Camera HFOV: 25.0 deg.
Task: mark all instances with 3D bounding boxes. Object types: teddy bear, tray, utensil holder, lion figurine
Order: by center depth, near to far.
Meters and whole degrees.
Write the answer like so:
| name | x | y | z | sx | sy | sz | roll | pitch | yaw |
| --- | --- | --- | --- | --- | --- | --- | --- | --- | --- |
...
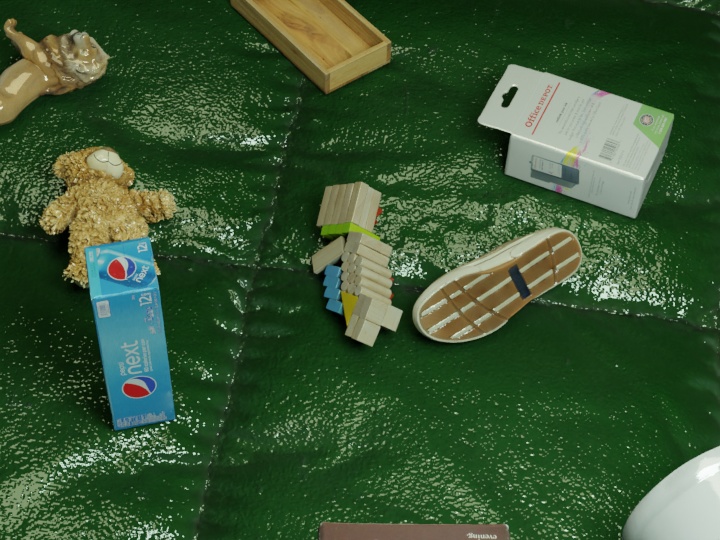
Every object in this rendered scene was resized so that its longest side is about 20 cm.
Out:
| name | x | y | z | sx | sy | sz | roll | pitch | yaw |
| --- | --- | --- | --- | --- | --- | --- | --- | --- | --- |
| utensil holder | 0.346 | 0.275 | 1.406 | 0.169 | 0.171 | 0.201 | -17 | 53 | -16 |
| teddy bear | -0.272 | -0.060 | 1.738 | 0.144 | 0.067 | 0.201 | 7 | 50 | 0 |
| lion figurine | -0.395 | -0.217 | 1.878 | 0.122 | 0.073 | 0.200 | 41 | 73 | 14 |
| tray | -0.062 | -0.300 | 1.975 | 0.098 | 0.037 | 0.200 | -29 | 55 | -24 |

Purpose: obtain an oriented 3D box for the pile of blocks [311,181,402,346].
| name | x | y | z | sx | sy | sz | roll | pitch | yaw |
| --- | --- | --- | --- | --- | --- | --- | --- | --- | --- |
| pile of blocks | 0.000 | 0.000 | 1.713 | 0.062 | 0.082 | 0.201 | 25 | 47 | -39 |

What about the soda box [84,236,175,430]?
| name | x | y | z | sx | sy | sz | roll | pitch | yaw |
| --- | --- | --- | --- | --- | --- | --- | --- | --- | --- |
| soda box | -0.218 | 0.063 | 1.544 | 0.064 | 0.201 | 0.068 | -9 | 49 | -9 |

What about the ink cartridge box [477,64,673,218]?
| name | x | y | z | sx | sy | sz | roll | pitch | yaw |
| --- | --- | --- | --- | --- | --- | --- | --- | --- | --- |
| ink cartridge box | 0.238 | -0.149 | 1.833 | 0.199 | 0.068 | 0.117 | 21 | 52 | 14 |

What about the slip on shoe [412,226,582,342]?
| name | x | y | z | sx | sy | sz | roll | pitch | yaw |
| --- | --- | --- | --- | --- | --- | --- | --- | --- | --- |
| slip on shoe | 0.137 | 0.013 | 1.699 | 0.199 | 0.076 | 0.061 | -31 | 17 | -16 |

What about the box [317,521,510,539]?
| name | x | y | z | sx | sy | sz | roll | pitch | yaw |
| --- | --- | --- | --- | --- | --- | --- | --- | --- | --- |
| box | 0.043 | 0.334 | 1.343 | 0.165 | 0.165 | 0.201 | 2 | 49 | -2 |
